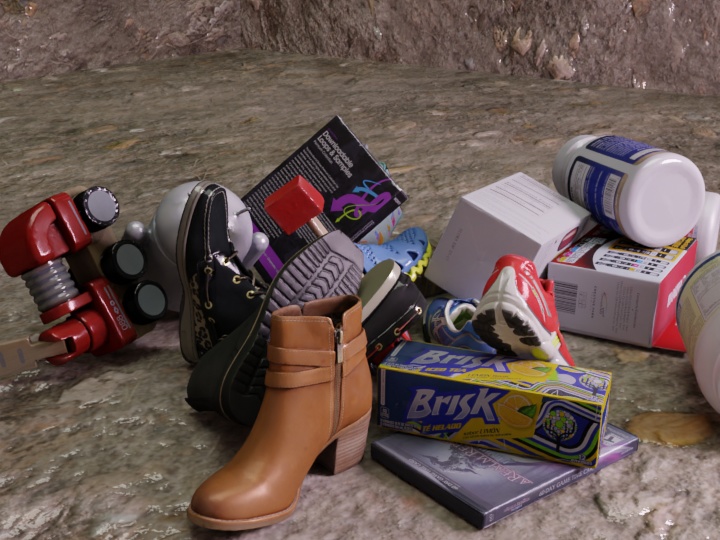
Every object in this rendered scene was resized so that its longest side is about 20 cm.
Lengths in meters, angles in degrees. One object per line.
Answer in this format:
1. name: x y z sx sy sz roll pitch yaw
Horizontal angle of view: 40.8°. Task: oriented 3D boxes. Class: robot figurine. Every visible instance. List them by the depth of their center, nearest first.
1. robot figurine: -0.194 -0.027 1.125 0.169 0.200 0.113 1 60 -28

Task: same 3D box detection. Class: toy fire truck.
1. toy fire truck: -0.019 0.009 1.014 0.049 0.200 0.141 -33 31 15
2. toy fire truck: -0.336 0.027 1.020 0.129 0.176 0.200 -19 11 39

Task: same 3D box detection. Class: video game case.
1. video game case: 0.130 0.158 0.870 0.200 0.019 0.143 -14 24 -36

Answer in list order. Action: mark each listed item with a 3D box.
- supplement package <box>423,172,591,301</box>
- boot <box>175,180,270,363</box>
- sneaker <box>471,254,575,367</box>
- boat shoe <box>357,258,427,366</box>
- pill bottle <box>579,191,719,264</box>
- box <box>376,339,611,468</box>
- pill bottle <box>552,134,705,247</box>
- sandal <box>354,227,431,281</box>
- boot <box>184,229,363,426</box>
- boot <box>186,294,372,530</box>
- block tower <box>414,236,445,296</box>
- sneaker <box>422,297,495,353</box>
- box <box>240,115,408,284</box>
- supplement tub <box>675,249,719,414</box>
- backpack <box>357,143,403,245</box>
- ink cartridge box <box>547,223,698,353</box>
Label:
1. supplement package: 0.182 -0.034 1.167 0.109 0.114 0.200 33 27 18
2. boot: -0.108 0.015 0.999 0.153 0.204 0.073 12 22 18
3. sneaker: 0.166 0.051 0.912 0.077 0.200 0.085 6 64 26
4. boat shoe: -0.018 0.082 0.910 0.201 0.063 0.074 -47 21 -9
5. pill bottle: 0.394 -0.064 1.357 0.200 0.113 0.112 9 21 23
6. box: 0.118 0.116 0.868 0.200 0.064 0.070 7 21 19
7. pill bottle: 0.332 -0.109 1.232 0.115 0.116 0.200 -6 20 -17
8. sandal: 0.000 0.000 1.109 0.200 0.087 0.079 -36 11 -31
9. boot: -0.091 0.050 0.916 0.200 0.077 0.138 -54 22 -23
10. boot: -0.061 0.112 0.789 0.200 0.156 0.077 -17 27 -40
11. block tower: 0.054 0.004 1.231 0.200 0.058 0.054 -11 35 -34
12. sneaker: 0.115 0.062 1.051 0.076 0.077 0.200 -5 18 -10
13. box: -0.059 -0.076 1.190 0.143 0.200 0.036 53 7 27
14. supplement tub: 0.393 0.068 0.942 0.145 0.145 0.200 4 20 8
15. backpack: -0.045 -0.072 1.297 0.175 0.154 0.200 -13 30 18
16. ink cartridge box: 0.340 0.016 1.174 0.175 0.084 0.200 12 22 27
